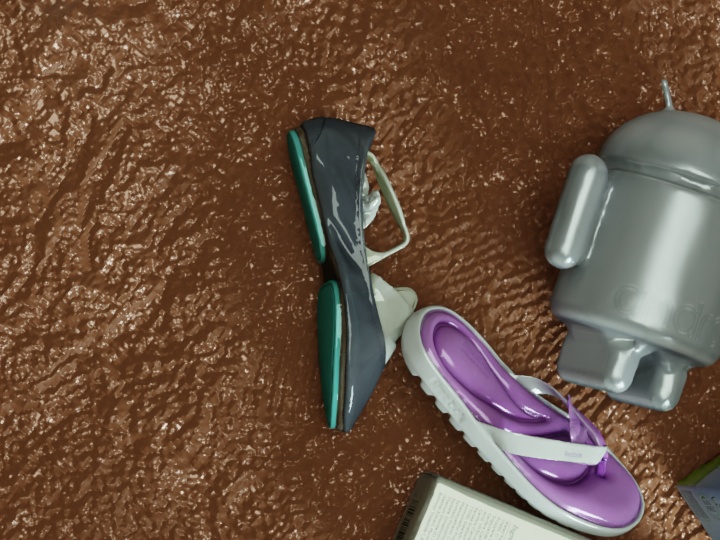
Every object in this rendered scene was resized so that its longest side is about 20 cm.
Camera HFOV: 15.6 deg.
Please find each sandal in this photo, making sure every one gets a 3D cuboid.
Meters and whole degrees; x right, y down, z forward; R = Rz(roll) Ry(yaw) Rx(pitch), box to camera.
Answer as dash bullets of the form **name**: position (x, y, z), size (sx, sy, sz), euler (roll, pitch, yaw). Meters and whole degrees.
- **sandal**: position (0.109, 0.095, 1.648), size (0.203, 0.050, 0.082), euler (39, 43, -16)

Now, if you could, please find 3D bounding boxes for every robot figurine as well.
- **robot figurine**: position (0.191, -0.015, 1.659), size (0.170, 0.113, 0.200), euler (21, 85, -35)

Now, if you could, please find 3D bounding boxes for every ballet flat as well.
- **ballet flat**: position (0.000, 0.000, 1.656), size (0.073, 0.073, 0.200), euler (-7, 87, -8)

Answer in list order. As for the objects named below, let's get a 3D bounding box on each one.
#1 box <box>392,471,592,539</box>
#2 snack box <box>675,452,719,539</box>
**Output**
- **box**: position (0.118, 0.201, 1.664), size (0.200, 0.068, 0.082), euler (25, 85, -7)
- **snack box**: position (0.287, 0.114, 1.624), size (0.142, 0.200, 0.053), euler (-36, 92, -7)
